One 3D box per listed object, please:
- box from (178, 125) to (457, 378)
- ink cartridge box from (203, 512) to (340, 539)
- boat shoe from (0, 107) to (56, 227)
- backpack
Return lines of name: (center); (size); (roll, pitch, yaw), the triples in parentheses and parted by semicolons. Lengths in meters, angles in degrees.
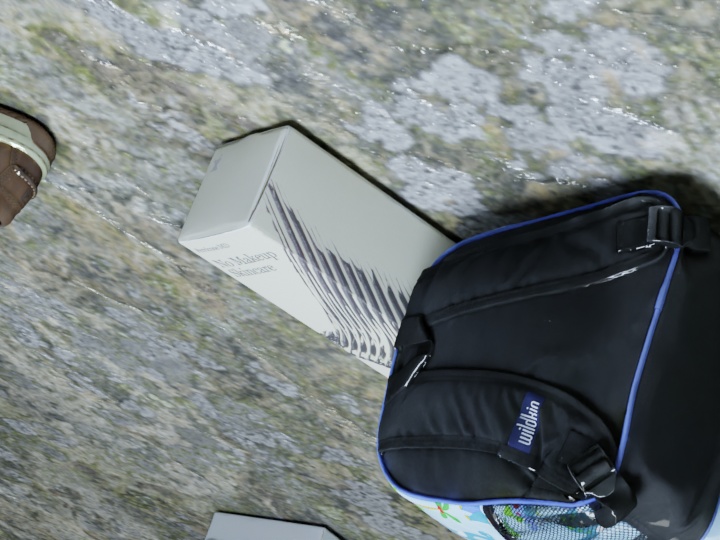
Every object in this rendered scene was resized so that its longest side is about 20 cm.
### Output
box: (0.000, 0.000, 1.159); (0.200, 0.069, 0.082); (33, 156, -27)
ink cartridge box: (-0.056, 0.334, 1.860); (0.145, 0.145, 0.200); (1, 149, 40)
boat shoe: (-0.292, -0.079, 1.228); (0.201, 0.075, 0.075); (16, 157, 13)
backpack: (0.115, 0.069, 1.064); (0.147, 0.184, 0.199); (33, 154, -35)
